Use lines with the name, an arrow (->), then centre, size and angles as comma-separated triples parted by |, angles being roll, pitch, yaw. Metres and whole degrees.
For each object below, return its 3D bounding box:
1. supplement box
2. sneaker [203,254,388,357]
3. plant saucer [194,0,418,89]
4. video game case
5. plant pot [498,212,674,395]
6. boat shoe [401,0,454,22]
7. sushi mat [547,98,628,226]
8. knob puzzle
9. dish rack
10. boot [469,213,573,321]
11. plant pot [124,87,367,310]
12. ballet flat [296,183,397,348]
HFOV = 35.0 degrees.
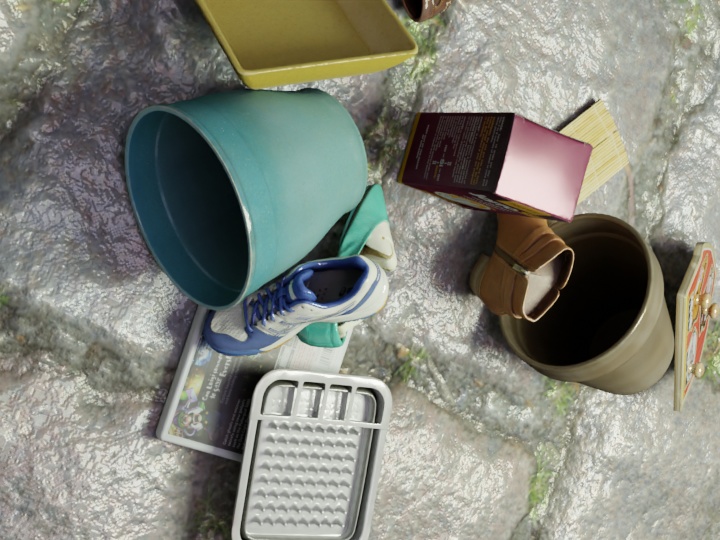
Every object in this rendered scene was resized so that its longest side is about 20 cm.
supplement box -> 0.141, -0.115, 1.240 | 0.109, 0.199, 0.087 | 17, 89, -29
sneaker -> -0.072, 0.025, 1.146 | 0.197, 0.088, 0.076 | -20, 70, 3
plant saucer -> -0.071, -0.252, 1.145 | 0.197, 0.201, 0.049 | -12, 143, -26
video game case -> -0.108, 0.106, 1.234 | 0.180, 0.023, 0.203 | 21, 87, -29
plant pot -> 0.289, 0.061, 1.365 | 0.173, 0.198, 0.202 | 39, 77, -44
boat shoe -> 0.048, -0.370, 1.232 | 0.070, 0.070, 0.202 | -35, 111, -24
sushi mat -> 0.247, -0.119, 1.403 | 0.199, 0.012, 0.097 | -38, 112, -19
knob puzzle -> 0.441, 0.054, 1.465 | 0.219, 0.030, 0.224 | -30, 124, -58
dish rack -> -0.058, 0.207, 1.237 | 0.169, 0.043, 0.204 | 8, 93, -30
boot -> 0.200, -0.041, 1.292 | 0.073, 0.155, 0.203 | 18, 94, -18
plant pot -> -0.101, -0.092, 1.128 | 0.187, 0.198, 0.203 | -28, 109, -36
ballet flat -> 0.000, 0.000, 1.233 | 0.202, 0.069, 0.068 | -62, 158, -22
